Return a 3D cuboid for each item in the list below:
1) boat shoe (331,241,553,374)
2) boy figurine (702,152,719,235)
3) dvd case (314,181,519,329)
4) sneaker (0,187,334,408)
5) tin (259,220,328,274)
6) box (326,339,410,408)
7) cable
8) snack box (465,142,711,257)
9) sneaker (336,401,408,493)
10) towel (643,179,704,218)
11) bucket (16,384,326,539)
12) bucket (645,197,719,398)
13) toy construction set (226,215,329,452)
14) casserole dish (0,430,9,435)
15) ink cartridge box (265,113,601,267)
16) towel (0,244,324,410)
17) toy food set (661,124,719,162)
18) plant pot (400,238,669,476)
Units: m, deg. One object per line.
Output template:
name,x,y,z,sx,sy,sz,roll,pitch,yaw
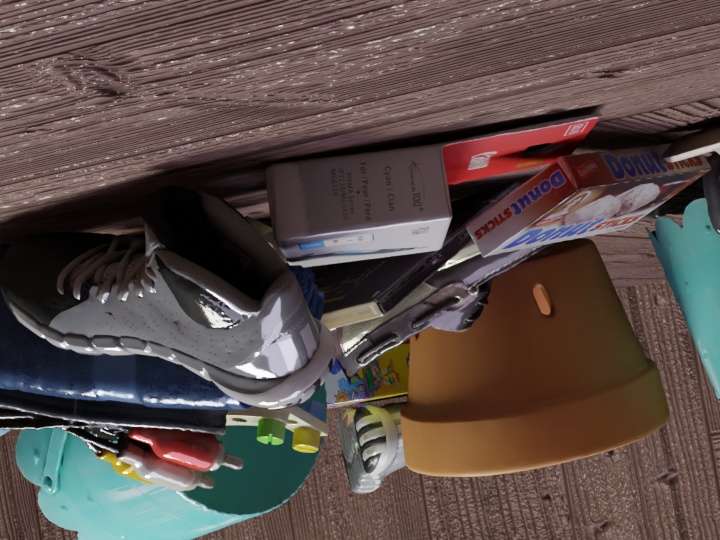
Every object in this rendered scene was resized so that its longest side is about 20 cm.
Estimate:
boat shoe,0.057,0.010,1.441,0.199,0.065,0.072,-26,-168,24
boy figurine,0.301,-0.065,1.331,0.123,0.065,0.200,-4,176,-27
dvd case,0.000,0.000,1.423,0.149,0.016,0.199,-40,-166,-35
sneaker,-0.108,-0.007,1.099,0.199,0.075,0.116,15,146,23
tin,-0.119,-0.002,1.402,0.198,0.042,0.112,-9,172,-21
box,-0.051,0.056,1.784,0.191,0.123,0.200,-10,176,23
cable,-0.157,0.096,1.264,0.199,0.051,0.097,12,160,-39
snack box,0.137,-0.044,1.256,0.072,0.024,0.200,-35,168,29
sneaker,0.047,0.143,1.834,0.115,0.076,0.200,-11,176,-9
towel,0.159,-0.037,1.624,0.199,0.031,0.149,-12,175,29
bucket,-0.133,0.096,1.536,0.206,0.209,0.134,-6,171,-43
bucket,0.315,-0.001,1.527,0.206,0.136,0.207,-19,175,-2
toy construction set,-0.091,0.049,1.324,0.130,0.093,0.201,5,146,8
casserole dish,-0.276,0.070,1.401,0.120,0.039,0.200,-18,-155,-11
ink cartridge box,0.040,-0.040,1.182,0.175,0.045,0.200,-8,176,0
towel,-0.128,0.034,1.201,0.198,0.049,0.112,4,-145,16
toy food set,0.288,-0.024,1.240,0.200,0.061,0.143,38,154,-21
plant pot,0.119,0.058,1.584,0.198,0.141,0.200,-10,-174,1
